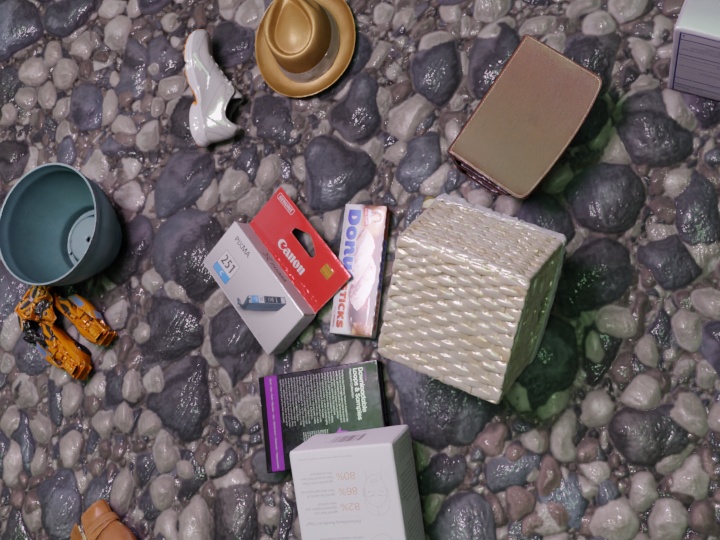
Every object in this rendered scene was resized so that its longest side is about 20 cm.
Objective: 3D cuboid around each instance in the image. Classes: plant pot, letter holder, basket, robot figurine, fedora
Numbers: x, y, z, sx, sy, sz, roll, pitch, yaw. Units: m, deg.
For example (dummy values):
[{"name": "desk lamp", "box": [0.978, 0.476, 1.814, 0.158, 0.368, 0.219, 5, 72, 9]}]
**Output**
[{"name": "plant pot", "box": [-0.492, -0.065, 1.345, 0.196, 0.134, 0.205, -3, 79, 18]}, {"name": "letter holder", "box": [0.243, -0.204, 1.135, 0.141, 0.100, 0.202, 35, 92, 19]}, {"name": "basket", "box": [0.144, 0.034, 1.055, 0.197, 0.160, 0.202, 22, 119, 23]}, {"name": "robot figurine", "box": [-0.517, 0.087, 1.365, 0.199, 0.058, 0.146, 36, 90, 21]}, {"name": "fedora", "box": [-0.103, -0.390, 1.297, 0.197, 0.082, 0.205, -4, 78, 18]}]

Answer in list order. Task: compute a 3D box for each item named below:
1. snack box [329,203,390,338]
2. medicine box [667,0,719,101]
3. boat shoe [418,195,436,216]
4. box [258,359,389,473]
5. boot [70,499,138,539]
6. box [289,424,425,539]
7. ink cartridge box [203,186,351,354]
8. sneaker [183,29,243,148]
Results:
[{"name": "snack box", "box": [0.000, 0.000, 1.220, 0.071, 0.024, 0.204, 4, 82, 21]}, {"name": "medicine box", "box": [0.501, -0.289, 1.006, 0.180, 0.200, 0.105, 22, 89, 21]}, {"name": "boat shoe", "box": [0.167, -0.043, 1.150, 0.199, 0.071, 0.067, 29, 96, 27]}, {"name": "box", "box": [-0.054, 0.221, 1.193, 0.196, 0.036, 0.146, -11, 78, 18]}, {"name": "boot", "box": [-0.430, 0.483, 1.254, 0.155, 0.076, 0.201, 44, 102, 26]}, {"name": "box", "box": [0.001, 0.331, 1.094, 0.149, 0.106, 0.204, -8, 90, 17]}, {"name": "ink cartridge box", "box": [-0.135, -0.002, 1.242, 0.176, 0.045, 0.201, -47, 69, 18]}, {"name": "sneaker", "box": [-0.244, -0.313, 1.346, 0.090, 0.076, 0.204, -7, 85, 10]}]
